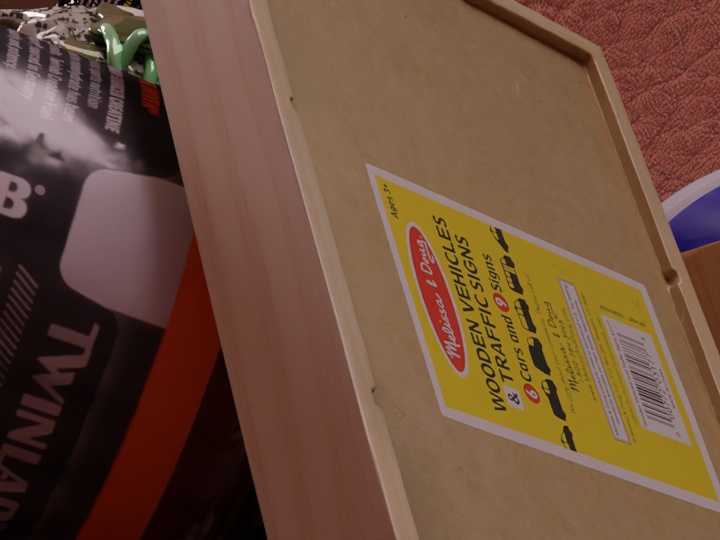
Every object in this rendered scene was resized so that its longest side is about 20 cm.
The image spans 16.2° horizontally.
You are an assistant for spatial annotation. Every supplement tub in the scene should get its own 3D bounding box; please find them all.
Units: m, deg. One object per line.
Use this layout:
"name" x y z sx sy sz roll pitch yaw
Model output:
"supplement tub" -0.080 0.004 0.506 0.199 0.107 0.107 20 -1 -14

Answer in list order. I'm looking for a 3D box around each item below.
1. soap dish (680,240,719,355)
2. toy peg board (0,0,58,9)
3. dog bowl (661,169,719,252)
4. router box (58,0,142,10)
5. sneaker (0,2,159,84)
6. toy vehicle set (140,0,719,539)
"soap dish" 0.166 0.076 0.595 0.199 0.081 0.158 22 36 -34
"toy peg board" -0.114 -0.062 1.011 0.199 0.200 0.098 19 12 20
"dog bowl" 0.178 0.059 0.960 0.199 0.201 0.079 20 1 -21
"router box" -0.052 -0.048 0.859 0.051 0.201 0.149 13 17 -47
"sneaker" -0.062 -0.046 0.751 0.088 0.077 0.199 15 -4 -43
"toy vehicle set" 0.026 0.018 0.478 0.124 0.026 0.201 22 40 -41
